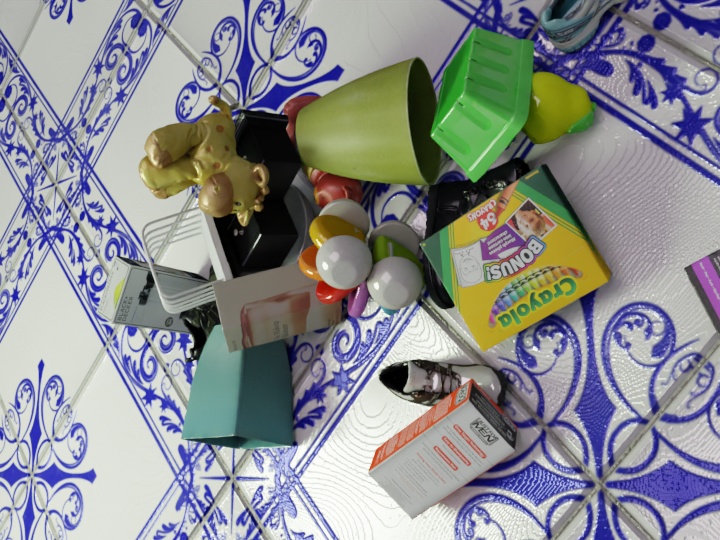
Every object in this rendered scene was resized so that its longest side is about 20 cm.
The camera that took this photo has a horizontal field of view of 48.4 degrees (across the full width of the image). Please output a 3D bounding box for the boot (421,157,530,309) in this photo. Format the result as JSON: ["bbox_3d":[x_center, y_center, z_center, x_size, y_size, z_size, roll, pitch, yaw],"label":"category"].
[{"bbox_3d":[0.176,-0.054,1.165,0.166,0.076,0.204,-12,68,40],"label":"boot"}]

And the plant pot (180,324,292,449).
[{"bbox_3d":[-0.203,0.198,1.393,0.139,0.140,0.204,-11,66,37],"label":"plant pot"}]

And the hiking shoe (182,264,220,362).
[{"bbox_3d":[-0.281,0.077,1.501,0.075,0.100,0.204,-8,75,37],"label":"hiking shoe"}]

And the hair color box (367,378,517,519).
[{"bbox_3d":[0.115,0.254,1.130,0.199,0.061,0.102,-40,98,26],"label":"hair color box"}]

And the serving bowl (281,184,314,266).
[{"bbox_3d":[-0.149,-0.059,1.444,0.198,0.065,0.204,-9,75,38],"label":"serving bowl"}]

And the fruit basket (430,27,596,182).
[{"bbox_3d":[0.218,-0.228,1.135,0.156,0.212,0.219,-49,51,46],"label":"fruit basket"}]

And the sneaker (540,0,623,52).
[{"bbox_3d":[0.328,-0.401,1.110,0.201,0.086,0.078,-54,54,17],"label":"sneaker"}]

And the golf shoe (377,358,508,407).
[{"bbox_3d":[0.113,0.169,1.159,0.197,0.094,0.079,-4,77,37],"label":"golf shoe"}]

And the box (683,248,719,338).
[{"bbox_3d":[0.495,0.014,0.914,0.199,0.036,0.145,-34,61,31],"label":"box"}]

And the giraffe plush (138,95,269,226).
[{"bbox_3d":[-0.223,-0.149,1.246,0.199,0.173,0.163,-37,80,-9],"label":"giraffe plush"}]

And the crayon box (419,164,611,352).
[{"bbox_3d":[0.209,-0.016,1.089,0.198,0.058,0.174,-33,86,23],"label":"crayon box"}]

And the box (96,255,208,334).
[{"bbox_3d":[-0.391,0.051,1.534,0.060,0.198,0.119,24,94,40],"label":"box"}]

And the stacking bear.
[{"bbox_3d":[-0.055,-0.184,1.362,0.122,0.112,0.203,103,151,-57],"label":"stacking bear"}]

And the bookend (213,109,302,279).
[{"bbox_3d":[-0.166,-0.120,1.336,0.199,0.091,0.202,-53,51,39],"label":"bookend"}]

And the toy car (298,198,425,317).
[{"bbox_3d":[0.000,0.000,1.224,0.176,0.197,0.151,-91,25,-59],"label":"toy car"}]

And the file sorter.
[{"bbox_3d":[-0.300,-0.013,1.383,0.200,0.123,0.141,136,114,-75],"label":"file sorter"}]

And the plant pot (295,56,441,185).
[{"bbox_3d":[0.007,-0.216,1.237,0.196,0.187,0.191,-5,77,21],"label":"plant pot"}]

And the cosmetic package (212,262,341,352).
[{"bbox_3d":[-0.135,0.056,1.316,0.196,0.104,0.089,-14,65,-8],"label":"cosmetic package"}]
